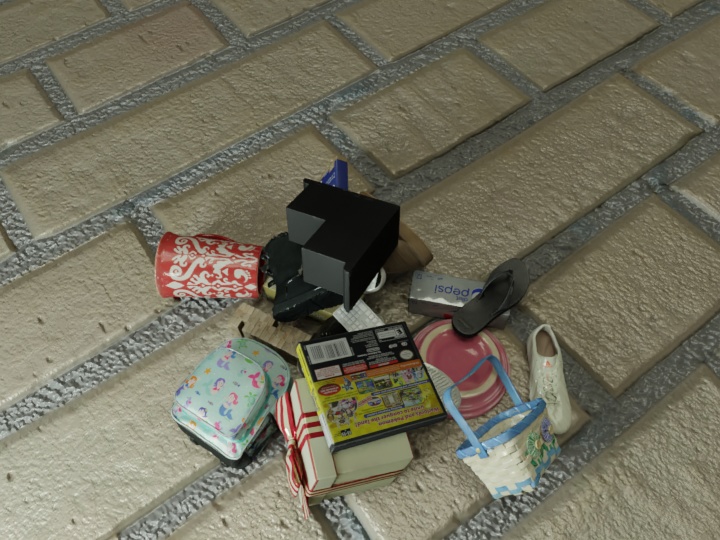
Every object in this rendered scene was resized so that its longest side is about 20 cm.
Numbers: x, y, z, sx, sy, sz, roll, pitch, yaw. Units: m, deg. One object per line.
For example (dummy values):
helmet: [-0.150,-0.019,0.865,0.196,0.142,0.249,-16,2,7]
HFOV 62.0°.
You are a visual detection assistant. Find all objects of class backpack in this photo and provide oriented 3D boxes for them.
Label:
backpack: [-0.219,0.221,1.069,0.177,0.151,0.200,28,58,19]

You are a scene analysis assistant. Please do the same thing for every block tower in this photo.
block tower: [-0.164,0.131,1.172,0.199,0.054,0.058,22,62,16]

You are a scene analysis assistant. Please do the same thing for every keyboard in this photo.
keyboard: [0.038,0.130,1.050,0.056,0.011,0.200,-42,79,-7]

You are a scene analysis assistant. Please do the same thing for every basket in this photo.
basket: [0.233,0.254,1.001,0.176,0.139,0.200,-26,77,-48]

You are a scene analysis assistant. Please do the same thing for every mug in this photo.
mug: [-0.297,-0.023,1.231,0.199,0.134,0.178,5,60,1]

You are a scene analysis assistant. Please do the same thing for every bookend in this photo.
bookend: [-0.059,-0.052,1.052,0.198,0.092,0.200,18,45,19]

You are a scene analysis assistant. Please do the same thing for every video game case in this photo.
video game case: [0.016,0.178,0.959,0.199,0.026,0.181,-9,56,-24]

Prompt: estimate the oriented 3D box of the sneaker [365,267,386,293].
sneaker: [0.000,0.000,1.191,0.199,0.146,0.081,15,92,37]

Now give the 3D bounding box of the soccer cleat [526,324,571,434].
soccer cleat: [0.343,0.195,1.099,0.069,0.078,0.201,-3,58,0]

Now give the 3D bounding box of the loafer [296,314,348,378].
loafer: [-0.058,0.137,1.069,0.073,0.071,0.200,53,34,-6]

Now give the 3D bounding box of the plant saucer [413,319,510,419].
plant saucer: [0.184,0.177,1.133,0.199,0.051,0.202,-1,57,1]

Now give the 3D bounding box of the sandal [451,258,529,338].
sandal: [0.255,0.050,1.138,0.076,0.043,0.200,38,68,21]

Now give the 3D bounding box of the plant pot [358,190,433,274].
plant pot: [0.044,-0.060,1.212,0.093,0.201,0.201,-46,66,-2]

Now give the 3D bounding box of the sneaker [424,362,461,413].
sneaker: [0.088,0.193,1.082,0.199,0.082,0.074,28,81,10]

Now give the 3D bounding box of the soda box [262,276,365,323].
soda box: [-0.092,0.056,1.210,0.199,0.064,0.068,21,61,15]

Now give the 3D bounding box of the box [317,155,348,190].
box: [-0.065,-0.136,1.298,0.032,0.121,0.201,14,54,-27]

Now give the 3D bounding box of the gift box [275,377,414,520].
gift box: [-0.039,0.290,0.998,0.186,0.201,0.185,-5,52,-19]

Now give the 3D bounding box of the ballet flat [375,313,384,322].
ballet flat: [-0.016,0.161,1.137,0.072,0.072,0.200,39,70,23]

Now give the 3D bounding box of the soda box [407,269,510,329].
soda box: [0.197,0.058,1.198,0.199,0.064,0.069,10,60,8]

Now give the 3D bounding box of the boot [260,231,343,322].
boot: [-0.097,-0.004,1.131,0.197,0.073,0.163,-21,60,24]
